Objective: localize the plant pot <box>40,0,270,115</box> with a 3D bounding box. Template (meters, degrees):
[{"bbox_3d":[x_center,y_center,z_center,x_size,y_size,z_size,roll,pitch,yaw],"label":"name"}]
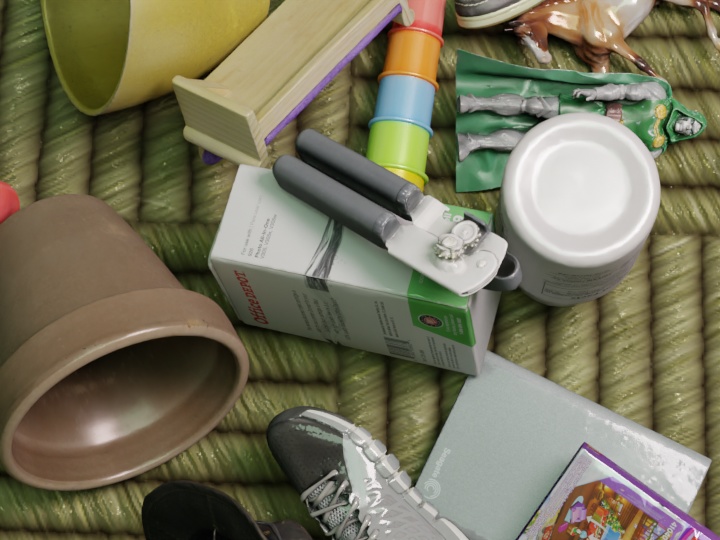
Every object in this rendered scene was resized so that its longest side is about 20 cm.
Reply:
[{"bbox_3d":[-0.155,-0.228,1.512,0.141,0.200,0.201,-7,76,-29],"label":"plant pot"}]

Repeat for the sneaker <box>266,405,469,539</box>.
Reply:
[{"bbox_3d":[-0.003,0.193,1.418,0.200,0.075,0.116,40,37,-1],"label":"sneaker"}]

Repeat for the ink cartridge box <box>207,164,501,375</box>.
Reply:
[{"bbox_3d":[0.000,0.000,1.448,0.199,0.146,0.085,12,70,12],"label":"ink cartridge box"}]

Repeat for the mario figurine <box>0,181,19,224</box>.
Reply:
[{"bbox_3d":[-0.338,-0.097,1.494,0.105,0.124,0.201,-22,61,2],"label":"mario figurine"}]

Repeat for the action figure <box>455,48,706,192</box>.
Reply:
[{"bbox_3d":[0.175,-0.117,1.519,0.199,0.055,0.119,-2,115,-1],"label":"action figure"}]

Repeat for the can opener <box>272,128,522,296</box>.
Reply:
[{"bbox_3d":[0.022,-0.034,1.353,0.199,0.067,0.053,32,71,28],"label":"can opener"}]

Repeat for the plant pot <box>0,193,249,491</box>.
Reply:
[{"bbox_3d":[-0.205,0.041,1.453,0.199,0.201,0.175,-26,60,-4],"label":"plant pot"}]

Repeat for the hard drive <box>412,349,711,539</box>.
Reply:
[{"bbox_3d":[0.151,0.166,1.481,0.199,0.033,0.140,26,79,7],"label":"hard drive"}]

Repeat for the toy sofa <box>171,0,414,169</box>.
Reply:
[{"bbox_3d":[-0.048,-0.160,1.492,0.083,0.098,0.200,26,60,30],"label":"toy sofa"}]

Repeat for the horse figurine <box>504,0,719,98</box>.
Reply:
[{"bbox_3d":[0.231,-0.206,1.555,0.200,0.050,0.133,-40,85,-5],"label":"horse figurine"}]

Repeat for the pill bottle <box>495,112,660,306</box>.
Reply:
[{"bbox_3d":[0.158,-0.036,1.440,0.113,0.200,0.115,0,77,1],"label":"pill bottle"}]

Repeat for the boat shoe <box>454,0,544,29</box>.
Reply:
[{"bbox_3d":[0.151,-0.270,1.550,0.200,0.072,0.066,-35,119,-11],"label":"boat shoe"}]

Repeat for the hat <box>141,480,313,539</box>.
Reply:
[{"bbox_3d":[-0.076,0.227,1.418,0.081,0.201,0.201,-26,76,-35],"label":"hat"}]

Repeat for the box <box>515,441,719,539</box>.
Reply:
[{"bbox_3d":[0.166,0.249,1.428,0.137,0.039,0.201,35,98,6],"label":"box"}]

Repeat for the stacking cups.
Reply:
[{"bbox_3d":[0.034,-0.132,1.535,0.060,0.061,0.201,8,78,3],"label":"stacking cups"}]
